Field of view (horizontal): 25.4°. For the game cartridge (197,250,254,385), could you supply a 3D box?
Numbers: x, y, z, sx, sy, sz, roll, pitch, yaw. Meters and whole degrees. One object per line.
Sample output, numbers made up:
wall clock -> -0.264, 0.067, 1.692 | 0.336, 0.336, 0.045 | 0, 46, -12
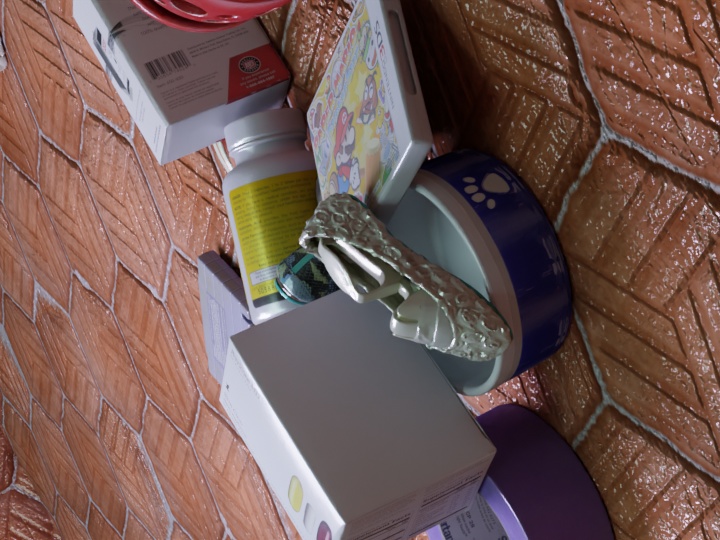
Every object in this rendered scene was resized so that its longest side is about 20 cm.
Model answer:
game cartridge -> -0.154, 0.084, 1.984 | 0.130, 0.038, 0.201 | 49, 151, 41

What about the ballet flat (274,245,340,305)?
ballet flat -> 0.000, 0.000, 1.481 | 0.074, 0.200, 0.075 | 1, 92, 29

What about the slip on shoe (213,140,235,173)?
slip on shoe -> -0.101, -0.107, 1.681 | 0.061, 0.074, 0.201 | -32, 74, 30

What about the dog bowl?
dog bowl -> 0.089, 0.001, 1.366 | 0.200, 0.078, 0.201 | 45, 148, 38

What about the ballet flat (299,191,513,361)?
ballet flat -> 0.029, 0.017, 1.285 | 0.200, 0.072, 0.072 | 39, 147, 19

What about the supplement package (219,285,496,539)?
supplement package -> -0.007, 0.134, 1.391 | 0.200, 0.155, 0.111 | 55, 153, 26

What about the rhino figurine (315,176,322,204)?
rhino figurine -> 0.006, -0.092, 1.467 | 0.200, 0.059, 0.088 | 125, 131, -61

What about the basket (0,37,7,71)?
basket -> -0.660, -0.375, 2.386 | 0.161, 0.199, 0.199 | 38, 144, 42

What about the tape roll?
tape roll -> 0.139, 0.231, 1.468 | 0.200, 0.085, 0.201 | 46, 149, 38

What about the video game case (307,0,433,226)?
video game case -> 0.003, -0.122, 1.359 | 0.200, 0.023, 0.183 | 119, 146, -52

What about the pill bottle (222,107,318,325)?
pill bottle -> -0.075, -0.053, 1.581 | 0.111, 0.111, 0.201 | -25, 77, 65

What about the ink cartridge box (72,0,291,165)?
ink cartridge box -> -0.185, -0.230, 1.626 | 0.201, 0.146, 0.083 | 59, 156, 17

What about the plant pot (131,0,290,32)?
plant pot -> -0.129, -0.311, 1.384 | 0.202, 0.199, 0.182 | 68, 159, -5
